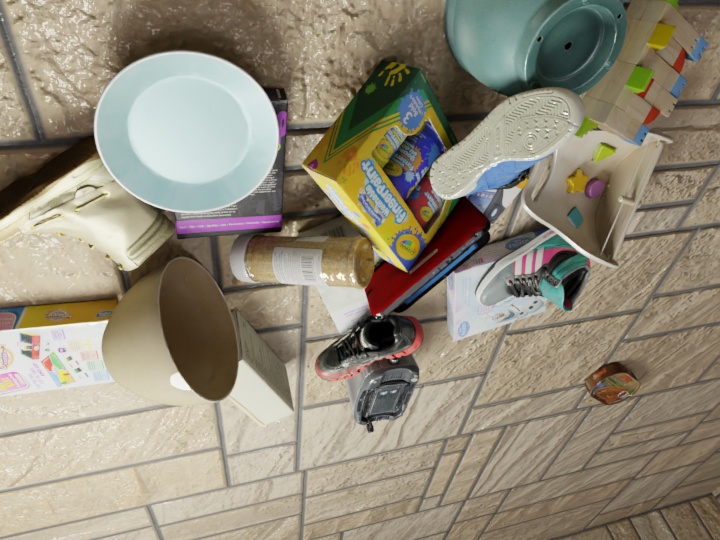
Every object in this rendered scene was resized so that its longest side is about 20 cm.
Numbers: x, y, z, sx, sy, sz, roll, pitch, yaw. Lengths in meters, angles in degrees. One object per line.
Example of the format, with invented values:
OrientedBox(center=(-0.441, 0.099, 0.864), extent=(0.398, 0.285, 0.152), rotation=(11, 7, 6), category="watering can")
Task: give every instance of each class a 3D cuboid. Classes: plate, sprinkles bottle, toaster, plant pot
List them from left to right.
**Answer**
OrientedBox(center=(-0.276, 0.098, 0.792), extent=(0.132, 0.203, 0.201), rotation=(-17, 140, 11), category="plant pot")
OrientedBox(center=(-0.189, -0.151, 0.633), extent=(0.196, 0.026, 0.203), rotation=(-11, 137, -10), category="plate")
OrientedBox(center=(-0.081, -0.013, 0.768), extent=(0.196, 0.069, 0.069), rotation=(3, 147, 26), category="sprinkles bottle")
OrientedBox(center=(0.031, 0.192, 1.057), extent=(0.111, 0.131, 0.202), rotation=(-4, 136, -17), category="toaster")
OrientedBox(center=(0.209, -0.275, 0.634), extent=(0.196, 0.136, 0.203), rotation=(-12, 139, -11), category="plant pot")

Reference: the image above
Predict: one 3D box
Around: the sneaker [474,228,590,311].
OrientedBox(center=(0.291, 0.025, 0.929), extent=(0.199, 0.122, 0.083), rotation=(-37, 135, 16), category="sneaker")

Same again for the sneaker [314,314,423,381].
OrientedBox(center=(0.001, 0.122, 0.925), extent=(0.197, 0.072, 0.098), rotation=(-24, 156, 17), category="sneaker")

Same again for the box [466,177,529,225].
OrientedBox(center=(0.154, -0.090, 0.878), extent=(0.117, 0.042, 0.201), rotation=(12, 126, -33), category="box")

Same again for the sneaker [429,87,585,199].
OrientedBox(center=(0.183, -0.149, 0.670), extent=(0.110, 0.078, 0.199), rotation=(-20, 172, -45), category="sneaker")

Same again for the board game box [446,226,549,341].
OrientedBox(center=(0.255, 0.029, 1.042), extent=(0.195, 0.044, 0.202), rotation=(-17, 138, -7), category="board game box")

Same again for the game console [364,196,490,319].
OrientedBox(center=(0.112, 0.004, 0.830), extent=(0.199, 0.173, 0.119), rotation=(-40, 112, 10), category="game console")

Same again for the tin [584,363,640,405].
OrientedBox(center=(0.670, 0.302, 1.508), extent=(0.111, 0.042, 0.199), rotation=(-37, 136, 24), category="tin")

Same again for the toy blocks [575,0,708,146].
OrientedBox(center=(0.375, -0.252, 0.753), extent=(0.135, 0.100, 0.203), rotation=(11, 110, -38), category="toy blocks")

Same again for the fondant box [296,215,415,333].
OrientedBox(center=(0.000, 0.000, 0.896), extent=(0.142, 0.059, 0.202), rotation=(-22, 140, 1), category="fondant box")

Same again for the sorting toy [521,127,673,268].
OrientedBox(center=(0.332, -0.131, 0.854), extent=(0.176, 0.107, 0.204), rotation=(13, 105, -20), category="sorting toy")

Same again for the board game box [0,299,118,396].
OrientedBox(center=(-0.455, 0.116, 0.843), extent=(0.195, 0.041, 0.155), rotation=(-4, 136, -19), category="board game box")

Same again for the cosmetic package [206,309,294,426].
OrientedBox(center=(-0.189, 0.170, 0.964), extent=(0.072, 0.105, 0.201), rotation=(-24, 138, 5), category="cosmetic package")

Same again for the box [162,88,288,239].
OrientedBox(center=(-0.165, -0.129, 0.709), extent=(0.140, 0.037, 0.202), rotation=(-5, 137, -17), category="box")

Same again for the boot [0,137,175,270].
OrientedBox(center=(-0.345, -0.050, 0.689), extent=(0.198, 0.073, 0.156), rotation=(-31, 135, 3), category="boot")

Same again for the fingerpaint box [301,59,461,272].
OrientedBox(center=(0.046, -0.124, 0.719), extent=(0.168, 0.073, 0.200), rotation=(-52, 137, -9), category="fingerpaint box")
